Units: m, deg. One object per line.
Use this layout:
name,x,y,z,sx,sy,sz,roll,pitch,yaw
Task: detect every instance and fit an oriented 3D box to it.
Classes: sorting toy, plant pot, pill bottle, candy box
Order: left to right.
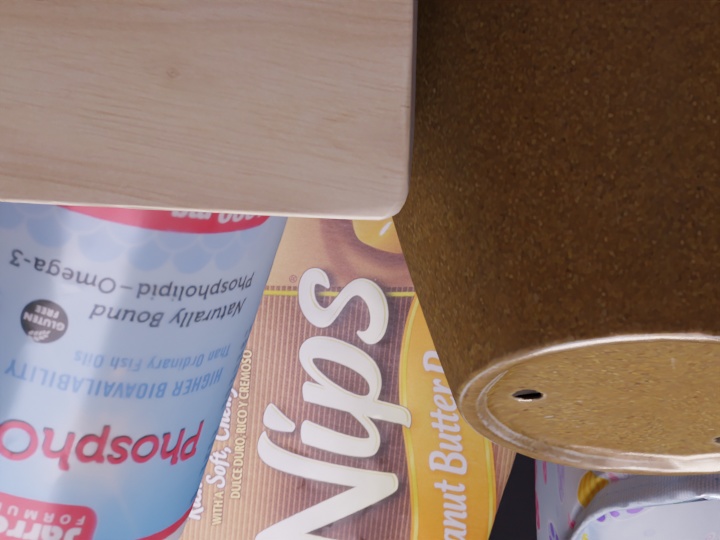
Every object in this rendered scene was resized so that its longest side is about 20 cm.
sorting toy,-0.085,-0.120,0.578,0.199,0.070,0.200,3,115,4
pill bottle,-0.086,0.018,0.768,0.108,0.109,0.201,10,116,-18
candy box,0.000,0.000,0.844,0.115,0.055,0.201,10,115,-15
plant pot,0.072,-0.062,0.644,0.185,0.201,0.187,1,158,1

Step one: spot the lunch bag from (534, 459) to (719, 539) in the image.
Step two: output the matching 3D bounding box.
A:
lunch bag,0.120,0.022,0.886,0.126,0.171,0.200,3,158,3

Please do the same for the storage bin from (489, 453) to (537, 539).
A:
storage bin,0.051,0.101,1.083,0.134,0.201,0.145,33,145,-34
